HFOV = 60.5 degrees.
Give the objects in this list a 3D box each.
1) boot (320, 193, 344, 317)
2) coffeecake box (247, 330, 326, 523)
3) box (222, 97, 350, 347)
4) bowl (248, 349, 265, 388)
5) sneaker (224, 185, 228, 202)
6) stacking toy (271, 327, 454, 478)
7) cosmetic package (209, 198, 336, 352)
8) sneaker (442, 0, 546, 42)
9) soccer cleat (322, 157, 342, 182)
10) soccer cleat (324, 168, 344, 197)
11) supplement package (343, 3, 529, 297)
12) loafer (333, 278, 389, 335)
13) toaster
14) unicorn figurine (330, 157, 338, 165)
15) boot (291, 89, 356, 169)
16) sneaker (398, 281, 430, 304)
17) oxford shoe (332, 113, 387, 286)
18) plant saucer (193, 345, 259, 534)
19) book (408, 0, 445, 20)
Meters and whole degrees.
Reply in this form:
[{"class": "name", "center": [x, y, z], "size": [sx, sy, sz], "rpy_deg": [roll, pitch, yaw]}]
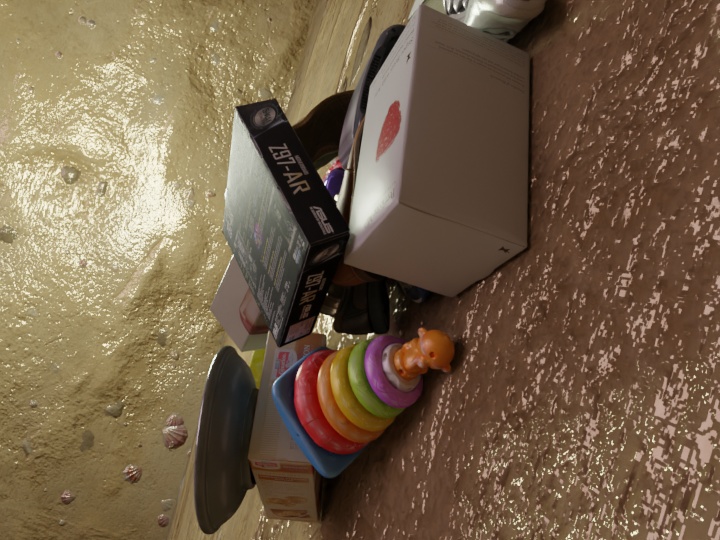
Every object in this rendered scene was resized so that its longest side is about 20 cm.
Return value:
[{"class": "boot", "center": [-0.017, -0.025, 0.856], "size": [0.200, 0.071, 0.159], "rpy_deg": [-115, 38, -76]}, {"class": "coffeecake box", "center": [-0.079, 0.194, 0.749], "size": [0.202, 0.071, 0.156], "rpy_deg": [92, -178, -52]}, {"class": "box", "center": [-0.085, -0.039, 0.621], "size": [0.162, 0.043, 0.201], "rpy_deg": [60, 152, 22]}, {"class": "bowl", "center": [-0.121, 0.168, 0.947], "size": [0.200, 0.105, 0.204], "rpy_deg": [-160, 89, -84]}, {"class": "sneaker", "center": [-0.116, -0.062, 0.866], "size": [0.076, 0.200, 0.081], "rpy_deg": [-43, 61, -3]}, {"class": "stacking toy", "center": [0.017, 0.104, 0.595], "size": [0.199, 0.117, 0.109], "rpy_deg": [-38, -4, 40]}, {"class": "cosmetic package", "center": [-0.100, -0.004, 0.785], "size": [0.087, 0.102, 0.202], "rpy_deg": [46, 122, 28]}, {"class": "sneaker", "center": [0.125, -0.238, 0.602], "size": [0.200, 0.073, 0.083], "rpy_deg": [-107, 26, -73]}, {"class": "soccer cleat", "center": [-0.020, -0.158, 0.999], "size": [0.069, 0.072, 0.202], "rpy_deg": [-97, 27, -54]}, {"class": "soccer cleat", "center": [-0.055, -0.060, 0.973], "size": [0.073, 0.067, 0.204], "rpy_deg": [-36, -32, -60]}, {"class": "supplement package", "center": [0.069, -0.102, 0.551], "size": [0.121, 0.117, 0.204], "rpy_deg": [136, 146, -58]}, {"class": "loafer", "center": [0.000, 0.000, 0.737], "size": [0.202, 0.061, 0.073], "rpy_deg": [-88, -16, -55]}, {"class": "toaster", "center": [0.042, -0.198, 0.756], "size": [0.129, 0.111, 0.205], "rpy_deg": [155, 130, -72]}, {"class": "unicorn figurine", "center": [-0.065, -0.141, 1.168], "size": [0.137, 0.072, 0.205], "rpy_deg": [-14, 75, 61]}, {"class": "boot", "center": [-0.068, -0.177, 0.870], "size": [0.198, 0.073, 0.154], "rpy_deg": [-35, 9, -15]}, {"class": "sneaker", "center": [0.034, -0.034, 0.672], "size": [0.201, 0.083, 0.078], "rpy_deg": [-105, 35, -60]}, {"class": "oxford shoe", "center": [-0.001, -0.079, 0.629], "size": [0.070, 0.071, 0.204], "rpy_deg": [-18, 52, 45]}, {"class": "plant saucer", "center": [-0.139, 0.189, 0.699], "size": [0.200, 0.049, 0.206], "rpy_deg": [3, -90, -89]}, {"class": "book", "center": [0.129, -0.411, 0.793], "size": [0.200, 0.047, 0.137], "rpy_deg": [-171, 100, -76]}]
